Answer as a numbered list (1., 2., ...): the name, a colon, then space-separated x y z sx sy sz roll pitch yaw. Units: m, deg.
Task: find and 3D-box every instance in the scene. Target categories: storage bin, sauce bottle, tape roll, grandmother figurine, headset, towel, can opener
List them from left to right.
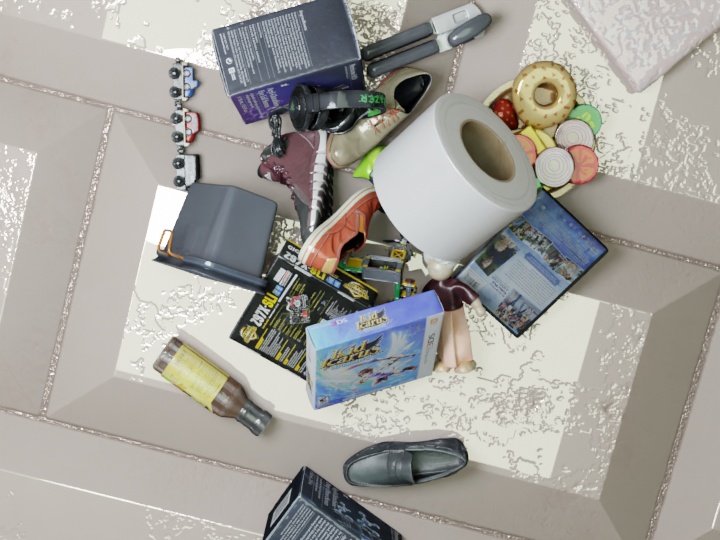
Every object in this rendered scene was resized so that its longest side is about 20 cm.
1. sauce bottle: -0.228 0.184 1.655 0.199 0.065 0.065 37 95 -3
2. storage bin: -0.213 -0.056 1.562 0.145 0.199 0.135 19 85 -31
3. headset: -0.055 -0.215 1.523 0.199 0.123 0.095 -2 91 38
4. can opener: 0.099 -0.345 1.591 0.199 0.067 0.054 -23 98 -8
5. grandmother figurine: 0.135 0.056 1.629 0.120 0.061 0.202 -4 105 27
6. tape roll: 0.136 -0.134 1.534 0.203 0.203 0.139 47 128 -5
7. towel: 0.440 -0.403 1.611 0.200 0.032 0.191 -40 95 3

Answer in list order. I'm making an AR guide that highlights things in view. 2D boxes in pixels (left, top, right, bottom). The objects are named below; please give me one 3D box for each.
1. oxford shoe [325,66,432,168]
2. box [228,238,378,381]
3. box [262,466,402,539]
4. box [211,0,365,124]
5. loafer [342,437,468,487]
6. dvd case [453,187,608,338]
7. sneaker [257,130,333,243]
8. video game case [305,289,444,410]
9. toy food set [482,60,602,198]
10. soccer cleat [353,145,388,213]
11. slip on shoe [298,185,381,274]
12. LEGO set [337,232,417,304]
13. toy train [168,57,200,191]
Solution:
1. oxford shoe: 0.027 -0.231 1.578 0.070 0.075 0.200 45 77 -20
2. box: -0.087 0.068 1.598 0.159 0.049 0.200 30 129 -5
3. box: -0.041 0.418 1.643 0.199 0.148 0.107 37 95 -5
4. box: -0.099 -0.304 1.549 0.198 0.148 0.105 -16 81 2
5. loafer: 0.070 0.302 1.669 0.199 0.070 0.069 -9 96 1
6. dvd case: 0.259 -0.009 1.635 0.142 0.018 0.200 41 107 -11
7. sneaker: -0.102 -0.123 1.600 0.114 0.076 0.201 -1 61 11
8. video game case: 0.018 0.121 1.579 0.198 0.182 0.046 -16 56 -13
9. toy food set: 0.269 -0.199 1.624 0.199 0.049 0.199 -36 96 3
10. soccer cleat: 0.074 -0.103 1.632 0.081 0.068 0.200 -41 96 23
11. slip on shoe: -0.015 -0.057 1.540 0.061 0.200 0.074 35 133 8
12. LEGO set: 0.000 0.000 1.630 0.198 0.116 0.155 2 127 14
13. toy train: -0.265 -0.222 1.624 0.045 0.034 0.202 -2 97 -4
